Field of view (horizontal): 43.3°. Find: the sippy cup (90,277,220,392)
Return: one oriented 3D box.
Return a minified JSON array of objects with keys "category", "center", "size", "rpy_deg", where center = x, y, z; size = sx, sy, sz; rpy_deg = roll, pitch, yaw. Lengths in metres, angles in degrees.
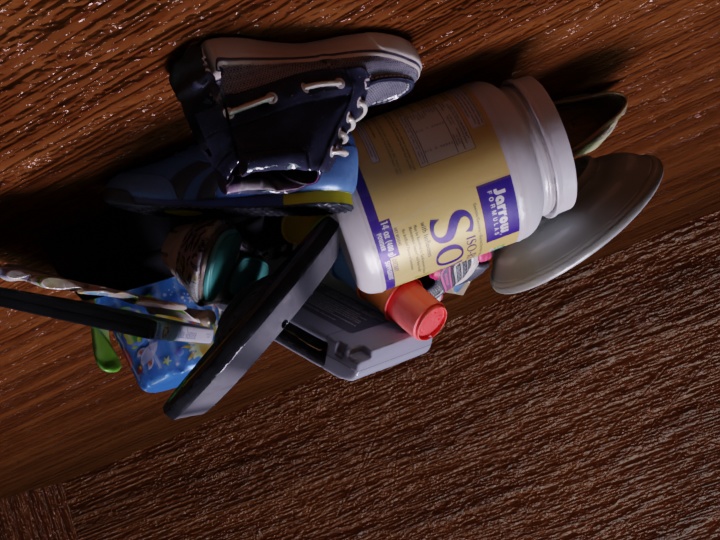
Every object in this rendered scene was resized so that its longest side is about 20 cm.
[{"category":"sippy cup","center":[-0.207,0.057,0.977],"size":[0.139,0.131,0.178],"rpy_deg":[-15,168,-30]}]

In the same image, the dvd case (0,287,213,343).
[{"category":"dvd case","center":[-0.223,0.042,0.815],"size":[0.142,0.018,0.200],"rpy_deg":[12,176,5]}]

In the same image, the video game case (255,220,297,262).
[{"category":"video game case","center":[-0.066,-0.003,1.038],"size":[0.180,0.026,0.200],"rpy_deg":[-22,154,-28]}]

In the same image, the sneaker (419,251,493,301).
[{"category":"sneaker","center":[0.048,0.008,0.927],"size":[0.074,0.081,0.200],"rpy_deg":[-23,167,-35]}]

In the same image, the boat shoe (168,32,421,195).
[{"category":"boat shoe","center":[-0.027,-0.102,0.611],"size":[0.199,0.093,0.075],"rpy_deg":[-13,167,-36]}]

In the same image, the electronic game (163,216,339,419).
[{"category":"electronic game","center":[-0.085,0.036,0.714],"size":[0.200,0.042,0.200],"rpy_deg":[-49,-175,6]}]

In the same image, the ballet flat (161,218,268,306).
[{"category":"ballet flat","center":[-0.129,-0.006,0.756],"size":[0.072,0.072,0.200],"rpy_deg":[-21,171,1]}]

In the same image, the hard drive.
[{"category":"hard drive","center":[-0.181,-0.027,0.839],"size":[0.199,0.043,0.135],"rpy_deg":[-19,170,-11]}]

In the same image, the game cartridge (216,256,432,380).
[{"category":"game cartridge","center":[-0.035,0.041,0.882],"size":[0.199,0.042,0.133],"rpy_deg":[26,-160,34]}]

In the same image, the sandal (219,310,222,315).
[{"category":"sandal","center":[-0.112,-0.006,1.067],"size":[0.202,0.050,0.082],"rpy_deg":[-37,158,8]}]

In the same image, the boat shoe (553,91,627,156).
[{"category":"boat shoe","center":[0.193,-0.143,0.925],"size":[0.199,0.074,0.063],"rpy_deg":[-27,169,-35]}]

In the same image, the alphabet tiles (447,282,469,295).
[{"category":"alphabet tiles","center":[0.050,-0.018,0.989],"size":[0.165,0.006,0.200],"rpy_deg":[10,149,-5]}]

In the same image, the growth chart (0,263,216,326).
[{"category":"growth chart","center":[-0.223,0.014,0.717],"size":[0.199,0.018,0.144],"rpy_deg":[15,175,-26]}]

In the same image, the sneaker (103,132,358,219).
[{"category":"sneaker","center":[-0.100,-0.081,0.701],"size":[0.198,0.079,0.066],"rpy_deg":[-2,177,7]}]

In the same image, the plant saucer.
[{"category":"plant saucer","center":[0.196,-0.060,0.882],"size":[0.200,0.050,0.200],"rpy_deg":[-39,-169,8]}]

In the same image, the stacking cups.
[{"category":"stacking cups","center":[0.000,0.000,0.872],"size":[0.060,0.200,0.061],"rpy_deg":[-26,139,-26]}]

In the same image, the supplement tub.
[{"category":"supplement tub","center":[0.070,-0.077,0.787],"size":[0.199,0.146,0.145],"rpy_deg":[-20,170,-3]}]
